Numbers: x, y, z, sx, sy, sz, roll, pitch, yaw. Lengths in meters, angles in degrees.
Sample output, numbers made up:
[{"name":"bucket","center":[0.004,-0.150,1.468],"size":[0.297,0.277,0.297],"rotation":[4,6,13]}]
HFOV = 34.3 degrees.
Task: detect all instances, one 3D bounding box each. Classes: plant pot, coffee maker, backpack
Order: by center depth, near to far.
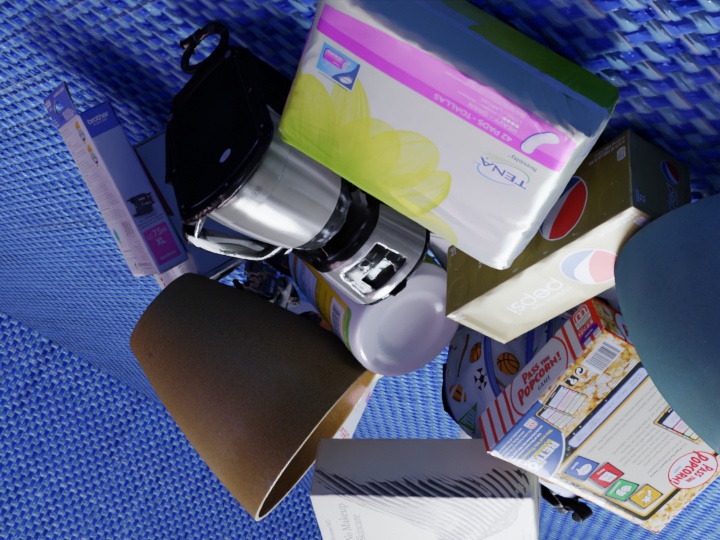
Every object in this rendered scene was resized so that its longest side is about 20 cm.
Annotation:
[{"name":"plant pot","center":[0.275,0.051,0.773],"size":[0.198,0.136,0.200],"rotation":[1,152,0]},{"name":"coffee maker","center":[-0.046,-0.089,0.952],"size":[0.134,0.193,0.199],"rotation":[-21,144,37]},{"name":"backpack","center":[0.177,0.103,1.100],"size":[0.190,0.201,0.154],"rotation":[23,138,-17]},{"name":"plant pot","center":[-0.112,0.097,1.101],"size":[0.200,0.187,0.187],"rotation":[39,164,9]}]

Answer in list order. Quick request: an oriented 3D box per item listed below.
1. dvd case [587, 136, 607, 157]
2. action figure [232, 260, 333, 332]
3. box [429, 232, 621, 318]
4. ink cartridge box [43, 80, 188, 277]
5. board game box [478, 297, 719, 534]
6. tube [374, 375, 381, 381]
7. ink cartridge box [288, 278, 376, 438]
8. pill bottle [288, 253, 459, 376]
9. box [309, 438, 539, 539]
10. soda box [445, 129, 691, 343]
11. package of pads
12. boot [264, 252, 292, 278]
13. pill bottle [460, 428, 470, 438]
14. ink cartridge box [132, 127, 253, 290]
[{"name":"dvd case","center":[0.085,-0.113,0.889],"size":[0.199,0.018,0.143],"rotation":[5,152,49]},{"name":"action figure","center":[-0.087,0.060,1.260],"size":[0.192,0.105,0.200],"rotation":[19,169,16]},{"name":"box","center":[0.161,-0.012,1.000],"size":[0.199,0.060,0.117],"rotation":[16,160,31]},{"name":"ink cartridge box","center":[-0.240,-0.090,1.139],"size":[0.201,0.042,0.119],"rotation":[62,159,-10]},{"name":"board game box","center":[0.224,0.128,0.987],"size":[0.199,0.152,0.046],"rotation":[29,-154,-23]},{"name":"tube","center":[0.013,0.096,1.345],"size":[0.199,0.058,0.052],"rotation":[-31,109,19]},{"name":"ink cartridge box","center":[-0.059,0.123,1.460],"size":[0.125,0.201,0.129],"rotation":[18,161,24]},{"name":"pill bottle","center":[0.000,0.000,1.091],"size":[0.111,0.111,0.200],"rotation":[42,-176,-41]},{"name":"box","center":[0.060,0.200,1.051],"size":[0.198,0.069,0.083],"rotation":[-3,133,12]},{"name":"soda box","center":[0.148,-0.018,0.863],"size":[0.064,0.068,0.200],"rotation":[24,143,-26]},{"name":"package of pads","center":[0.050,-0.103,0.787],"size":[0.199,0.068,0.155],"rotation":[31,142,4]},{"name":"boot","center":[-0.055,-0.015,1.317],"size":[0.199,0.075,0.097],"rotation":[34,179,-22]},{"name":"pill bottle","center":[0.205,0.195,1.440],"size":[0.113,0.114,0.200],"rotation":[30,163,-12]},{"name":"ink cartridge box","center":[-0.185,-0.057,1.228],"size":[0.146,0.083,0.200],"rotation":[59,160,0]}]
